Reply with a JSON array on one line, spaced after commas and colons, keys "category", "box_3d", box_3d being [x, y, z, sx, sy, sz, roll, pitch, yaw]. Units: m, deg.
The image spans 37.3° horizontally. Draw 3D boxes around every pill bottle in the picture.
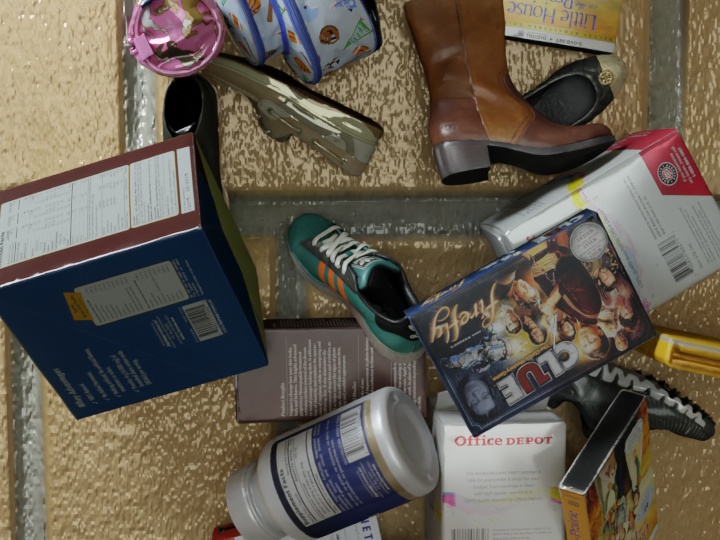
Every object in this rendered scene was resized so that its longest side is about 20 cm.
[{"category": "pill bottle", "box_3d": [-0.032, 0.202, 1.063, 0.199, 0.111, 0.111, -27, 97, 21]}]

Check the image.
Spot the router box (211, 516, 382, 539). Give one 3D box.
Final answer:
[{"category": "router box", "box_3d": [-0.053, 0.358, 1.155, 0.179, 0.049, 0.201, -13, 96, -3]}]

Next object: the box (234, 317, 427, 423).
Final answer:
[{"category": "box", "box_3d": [-0.032, 0.103, 1.122, 0.199, 0.075, 0.101, 0, 96, -6]}]

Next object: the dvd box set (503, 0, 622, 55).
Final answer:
[{"category": "dvd box set", "box_3d": [0.209, -0.337, 1.119, 0.146, 0.029, 0.201, 8, 94, -5]}]

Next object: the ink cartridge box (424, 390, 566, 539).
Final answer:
[{"category": "ink cartridge box", "box_3d": [0.138, 0.217, 1.117, 0.128, 0.125, 0.201, 0, 96, -5]}]

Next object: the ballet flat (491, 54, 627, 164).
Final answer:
[{"category": "ballet flat", "box_3d": [0.195, -0.164, 1.120, 0.200, 0.057, 0.067, -30, 98, -1]}]

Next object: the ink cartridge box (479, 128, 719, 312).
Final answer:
[{"category": "ink cartridge box", "box_3d": [0.248, -0.032, 1.092, 0.199, 0.145, 0.146, -30, 98, -2]}]

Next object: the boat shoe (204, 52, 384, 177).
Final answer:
[{"category": "boat shoe", "box_3d": [-0.077, -0.162, 1.094, 0.199, 0.072, 0.065, 26, 105, -2]}]

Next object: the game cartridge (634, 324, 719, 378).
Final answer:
[{"category": "game cartridge", "box_3d": [0.358, 0.086, 1.084, 0.176, 0.200, 0.033, 12, 92, -5]}]

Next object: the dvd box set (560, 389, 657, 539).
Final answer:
[{"category": "dvd box set", "box_3d": [0.258, 0.244, 1.092, 0.146, 0.029, 0.201, -45, 134, -37]}]

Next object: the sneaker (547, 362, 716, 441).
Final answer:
[{"category": "sneaker", "box_3d": [0.283, 0.149, 1.155, 0.199, 0.066, 0.091, 26, 98, -4]}]

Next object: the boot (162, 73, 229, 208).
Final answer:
[{"category": "boot", "box_3d": [-0.173, -0.096, 1.058, 0.077, 0.138, 0.201, -5, 97, -4]}]

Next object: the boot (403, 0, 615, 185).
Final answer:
[{"category": "boot", "box_3d": [0.150, -0.195, 1.082, 0.187, 0.068, 0.201, -9, 76, 2]}]

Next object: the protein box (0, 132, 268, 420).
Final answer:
[{"category": "protein box", "box_3d": [-0.215, 0.010, 1.012, 0.199, 0.135, 0.199, -16, 136, 3]}]

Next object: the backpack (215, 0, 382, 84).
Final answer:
[{"category": "backpack", "box_3d": [-0.065, -0.275, 1.031, 0.154, 0.200, 0.191, -33, 104, 1]}]

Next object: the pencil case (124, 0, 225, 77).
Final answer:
[{"category": "pencil case", "box_3d": [-0.178, -0.232, 1.018, 0.086, 0.200, 0.083, 25, 100, -16]}]

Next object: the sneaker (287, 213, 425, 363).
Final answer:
[{"category": "sneaker", "box_3d": [0.000, 0.000, 1.075, 0.071, 0.080, 0.200, -33, 64, -26]}]

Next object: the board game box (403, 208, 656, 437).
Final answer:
[{"category": "board game box", "box_3d": [0.160, 0.049, 1.003, 0.199, 0.035, 0.136, -30, 102, -1]}]
